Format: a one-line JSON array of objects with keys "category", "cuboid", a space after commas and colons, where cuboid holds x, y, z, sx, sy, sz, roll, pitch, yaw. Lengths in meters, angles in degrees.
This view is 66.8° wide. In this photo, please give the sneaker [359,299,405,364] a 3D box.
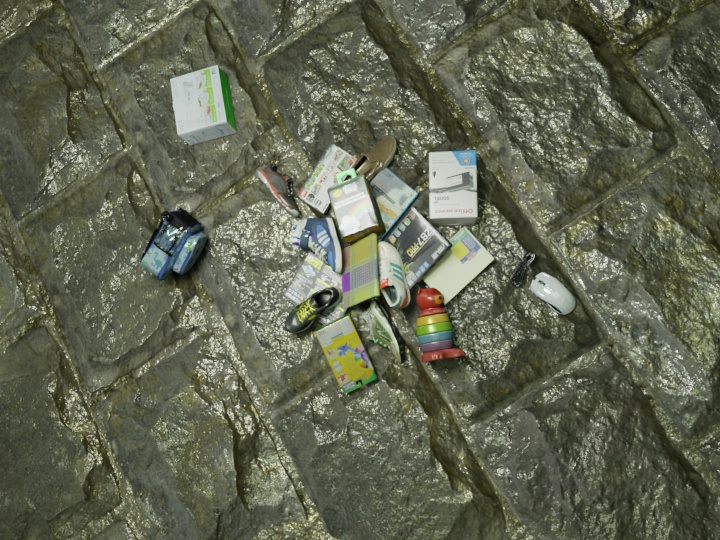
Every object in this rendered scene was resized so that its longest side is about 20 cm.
[{"category": "sneaker", "cuboid": [0.063, 0.190, 1.596, 0.088, 0.077, 0.203, -33, 72, 15]}]

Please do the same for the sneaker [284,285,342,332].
[{"category": "sneaker", "cuboid": [-0.146, 0.106, 1.582, 0.199, 0.085, 0.075, -38, 77, 1]}]

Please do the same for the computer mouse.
[{"category": "computer mouse", "cuboid": [0.527, 0.043, 1.551, 0.199, 0.044, 0.110, 38, 87, 13]}]

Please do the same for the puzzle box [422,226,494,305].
[{"category": "puzzle box", "cuboid": [0.279, -0.014, 1.609, 0.199, 0.025, 0.134, -41, 75, 1]}]

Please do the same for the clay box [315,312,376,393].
[{"category": "clay box", "cuboid": [-0.040, 0.241, 1.588, 0.113, 0.048, 0.204, -24, 96, 4]}]

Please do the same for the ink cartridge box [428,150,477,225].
[{"category": "ink cartridge box", "cuboid": [0.274, -0.242, 1.619, 0.141, 0.084, 0.206, -1, 81, 9]}]

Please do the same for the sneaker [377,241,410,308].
[{"category": "sneaker", "cuboid": [0.082, 0.013, 1.551, 0.069, 0.093, 0.204, -20, 84, 25]}]

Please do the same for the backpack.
[{"category": "backpack", "cuboid": [-0.572, -0.068, 1.678, 0.146, 0.183, 0.202, 36, 97, -8]}]

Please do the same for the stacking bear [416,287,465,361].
[{"category": "stacking bear", "cuboid": [0.209, 0.149, 1.548, 0.119, 0.113, 0.205, -3, 79, -29]}]

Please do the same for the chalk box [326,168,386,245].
[{"category": "chalk box", "cuboid": [-0.017, -0.197, 1.618, 0.122, 0.124, 0.205, -18, 80, 10]}]

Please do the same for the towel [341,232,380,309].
[{"category": "towel", "cuboid": [0.000, 0.000, 1.577, 0.142, 0.023, 0.205, -24, 56, 36]}]

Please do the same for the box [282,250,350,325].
[{"category": "box", "cuboid": [-0.114, 0.063, 1.651, 0.198, 0.044, 0.162, 31, 86, 12]}]

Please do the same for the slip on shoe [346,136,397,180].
[{"category": "slip on shoe", "cuboid": [0.033, -0.339, 1.679, 0.200, 0.061, 0.076, -44, 59, 3]}]

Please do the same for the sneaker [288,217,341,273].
[{"category": "sneaker", "cuboid": [-0.139, -0.070, 1.628, 0.143, 0.081, 0.204, -8, 57, -11]}]

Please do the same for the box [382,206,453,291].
[{"category": "box", "cuboid": [0.147, -0.058, 1.596, 0.162, 0.049, 0.200, 47, 108, 14]}]

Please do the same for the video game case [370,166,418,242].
[{"category": "video game case", "cuboid": [0.063, -0.201, 1.680, 0.143, 0.018, 0.201, 40, 88, 12]}]

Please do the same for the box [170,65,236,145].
[{"category": "box", "cuboid": [-0.516, -0.539, 1.788, 0.172, 0.097, 0.205, -14, 79, 7]}]

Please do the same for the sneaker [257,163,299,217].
[{"category": "sneaker", "cuboid": [-0.242, -0.259, 1.711, 0.081, 0.077, 0.201, -38, 78, -6]}]

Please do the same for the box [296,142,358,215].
[{"category": "box", "cuboid": [-0.101, -0.287, 1.711, 0.109, 0.035, 0.202, 32, 87, 13]}]
